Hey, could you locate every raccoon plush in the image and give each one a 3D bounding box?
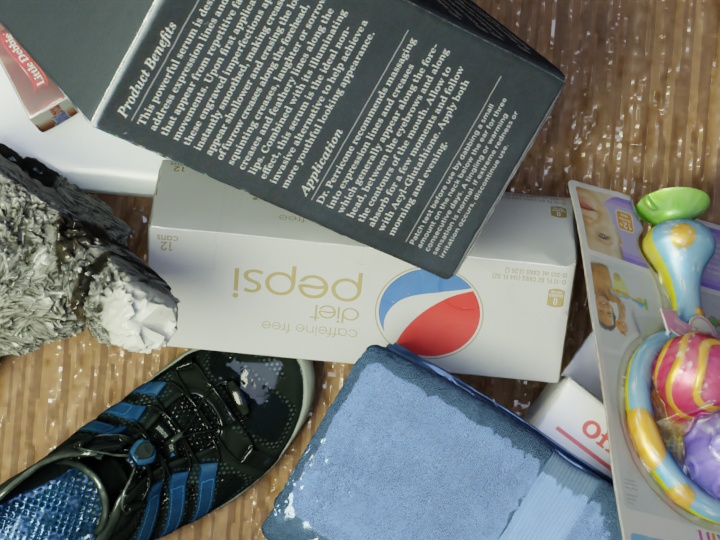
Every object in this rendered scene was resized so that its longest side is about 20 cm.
[{"bbox_3d":[-0.169,0.026,1.263,0.096,0.200,0.135,28,99,-24],"label":"raccoon plush"}]

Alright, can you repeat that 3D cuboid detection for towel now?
[{"bbox_3d":[0.061,0.126,1.261,0.199,0.049,0.112,33,87,0],"label":"towel"}]

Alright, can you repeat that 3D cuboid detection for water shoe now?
[{"bbox_3d":[-0.104,0.097,1.312,0.199,0.079,0.072,-36,90,-1],"label":"water shoe"}]

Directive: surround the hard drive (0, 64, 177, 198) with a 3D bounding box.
[{"bbox_3d":[-0.129,-0.104,1.342,0.198,0.027,0.133,5,89,-1],"label":"hard drive"}]

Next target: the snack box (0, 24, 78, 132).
[{"bbox_3d":[-0.186,-0.160,1.293,0.024,0.072,0.201,-27,89,-3],"label":"snack box"}]

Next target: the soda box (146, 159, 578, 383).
[{"bbox_3d":[0.000,0.000,1.311,0.198,0.064,0.069,5,123,-1],"label":"soda box"}]

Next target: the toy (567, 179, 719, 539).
[{"bbox_3d":[0.160,0.049,1.267,0.115,0.047,0.201,15,52,-34],"label":"toy"}]

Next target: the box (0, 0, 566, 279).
[{"bbox_3d":[-0.039,-0.100,1.216,0.199,0.148,0.108,23,103,-34],"label":"box"}]

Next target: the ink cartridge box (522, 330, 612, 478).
[{"bbox_3d":[0.105,0.130,1.320,0.116,0.068,0.201,36,88,0],"label":"ink cartridge box"}]
